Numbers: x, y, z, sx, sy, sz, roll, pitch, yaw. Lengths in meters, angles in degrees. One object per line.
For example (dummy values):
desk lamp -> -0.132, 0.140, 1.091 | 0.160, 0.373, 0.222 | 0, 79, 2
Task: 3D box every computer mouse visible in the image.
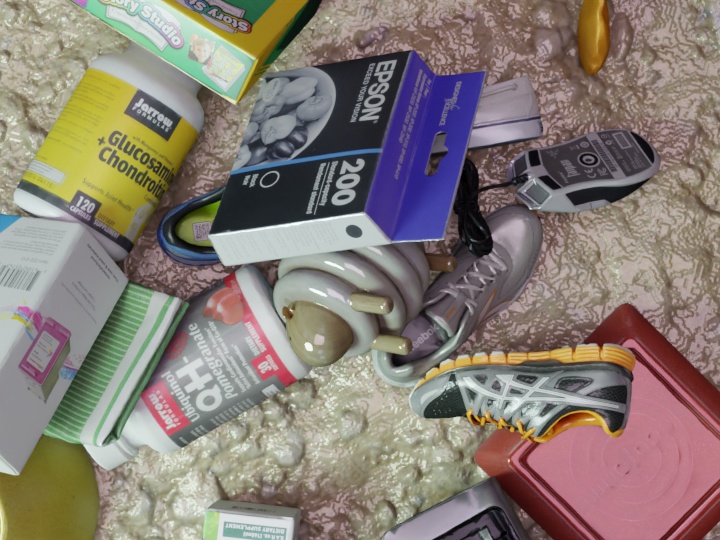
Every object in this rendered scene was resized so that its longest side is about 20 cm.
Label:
computer mouse -> 0.167, -0.072, 1.456 | 0.200, 0.044, 0.110 | -12, 47, -14

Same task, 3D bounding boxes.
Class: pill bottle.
pill bottle -> -0.205, -0.117, 1.448 | 0.112, 0.112, 0.200 | 29, 83, 1
pill bottle -> -0.152, 0.089, 1.450 | 0.200, 0.111, 0.111 | -30, 89, 2

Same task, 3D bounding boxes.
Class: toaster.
toaster -> 0.104, 0.279, 1.413 | 0.119, 0.200, 0.181 | -28, 81, -1

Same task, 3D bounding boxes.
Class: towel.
towel -> -0.255, 0.065, 1.430 | 0.200, 0.023, 0.153 | 15, 71, 34

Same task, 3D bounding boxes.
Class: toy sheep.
toy sheep -> 0.000, 0.000, 1.400 | 0.138, 0.138, 0.200 | 33, 56, 1

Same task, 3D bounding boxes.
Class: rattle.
rattle -> 0.276, -0.276, 1.465 | 0.200, 0.130, 0.143 | -26, 101, -25

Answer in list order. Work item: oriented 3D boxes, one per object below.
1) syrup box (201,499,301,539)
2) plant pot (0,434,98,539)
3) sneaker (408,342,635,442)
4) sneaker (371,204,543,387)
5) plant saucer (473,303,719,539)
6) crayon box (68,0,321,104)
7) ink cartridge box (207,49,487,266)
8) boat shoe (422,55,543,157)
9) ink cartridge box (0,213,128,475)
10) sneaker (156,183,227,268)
syrup box -> -0.103, 0.307, 1.462 | 0.079, 0.081, 0.200 | 6, 88, 2
plant pot -> -0.336, 0.209, 1.438 | 0.200, 0.142, 0.200 | 0, 90, 1
sneaker -> 0.138, 0.112, 1.438 | 0.200, 0.078, 0.077 | -8, 72, 18
sneaker -> 0.090, 0.025, 1.454 | 0.076, 0.092, 0.200 | 40, 90, 1
plant saucer -> 0.238, 0.166, 1.478 | 0.200, 0.037, 0.200 | 45, 91, 1
crayon box -> -0.146, -0.251, 1.426 | 0.200, 0.173, 0.058 | 32, 132, 2
ink cartridge box -> -0.009, -0.098, 1.374 | 0.200, 0.043, 0.198 | -6, 46, 24
boat shoe -> 0.056, -0.143, 1.465 | 0.202, 0.075, 0.086 | -9, 90, -1
ink cartridge box -> -0.308, 0.057, 1.380 | 0.144, 0.085, 0.200 | 7, 56, 33
sneaker -> -0.081, -0.044, 1.460 | 0.200, 0.089, 0.079 | -15, 90, -1
